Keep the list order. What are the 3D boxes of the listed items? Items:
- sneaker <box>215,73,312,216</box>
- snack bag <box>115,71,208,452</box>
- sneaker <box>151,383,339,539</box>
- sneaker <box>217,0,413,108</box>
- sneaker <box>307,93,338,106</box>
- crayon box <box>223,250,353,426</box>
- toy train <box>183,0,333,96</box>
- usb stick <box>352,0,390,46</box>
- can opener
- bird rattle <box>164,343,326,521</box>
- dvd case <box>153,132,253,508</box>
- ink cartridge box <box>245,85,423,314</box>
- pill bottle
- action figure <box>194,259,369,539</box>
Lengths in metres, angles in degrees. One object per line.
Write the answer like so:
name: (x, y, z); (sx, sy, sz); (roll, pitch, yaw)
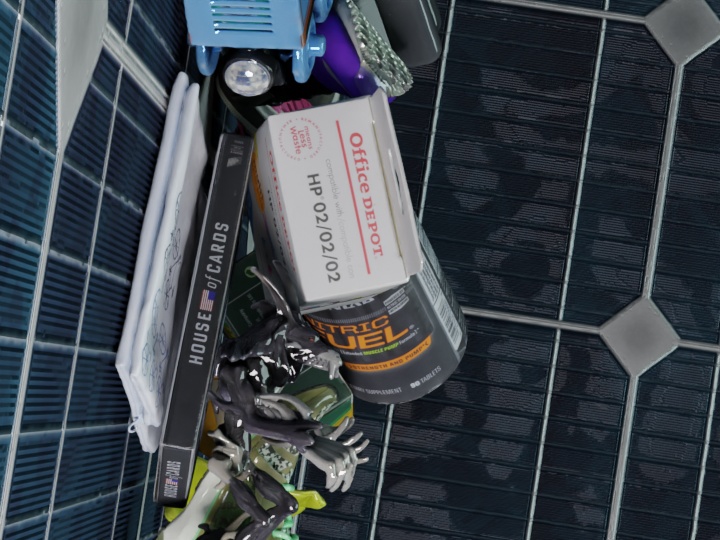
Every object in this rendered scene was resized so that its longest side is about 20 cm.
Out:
sneaker: (-0.067, -0.083, 1.542); (0.200, 0.087, 0.074); (48, 20, -61)
snack bag: (-0.115, 0.006, 1.310); (0.200, 0.021, 0.189); (93, 5, -69)
sneaker: (-0.065, 0.161, 1.354); (0.200, 0.089, 0.077); (-53, 173, 0)
sneaker: (-0.039, -0.135, 1.396); (0.070, 0.100, 0.200); (48, 4, -32)
sneaker: (-0.059, -0.186, 1.539); (0.082, 0.077, 0.200); (-60, 150, -57)
crayon box: (-0.058, 0.065, 1.601); (0.126, 0.052, 0.200); (56, -4, 8)
toy train: (-0.054, -0.198, 1.297); (0.114, 0.087, 0.200); (87, 10, -50)
usb stick: (-0.016, -0.227, 1.487); (0.033, 0.055, 0.200); (25, -38, 51)
can opener: (0.030, -0.215, 1.351); (0.200, 0.067, 0.053); (68, 16, -45)
bird rattle: (-0.087, 0.134, 1.609); (0.200, 0.113, 0.163); (77, 3, -89)
dvd case: (-0.097, 0.034, 1.341); (0.150, 0.025, 0.200); (108, -8, -70)
ink cartridge box: (-0.023, -0.038, 1.328); (0.200, 0.068, 0.115); (151, -73, -78)
pill bottle: (0.000, 0.000, 1.528); (0.200, 0.106, 0.106); (62, 31, -49)
action figure: (-0.045, 0.100, 1.267); (0.119, 0.102, 0.200); (-37, 141, -75)
